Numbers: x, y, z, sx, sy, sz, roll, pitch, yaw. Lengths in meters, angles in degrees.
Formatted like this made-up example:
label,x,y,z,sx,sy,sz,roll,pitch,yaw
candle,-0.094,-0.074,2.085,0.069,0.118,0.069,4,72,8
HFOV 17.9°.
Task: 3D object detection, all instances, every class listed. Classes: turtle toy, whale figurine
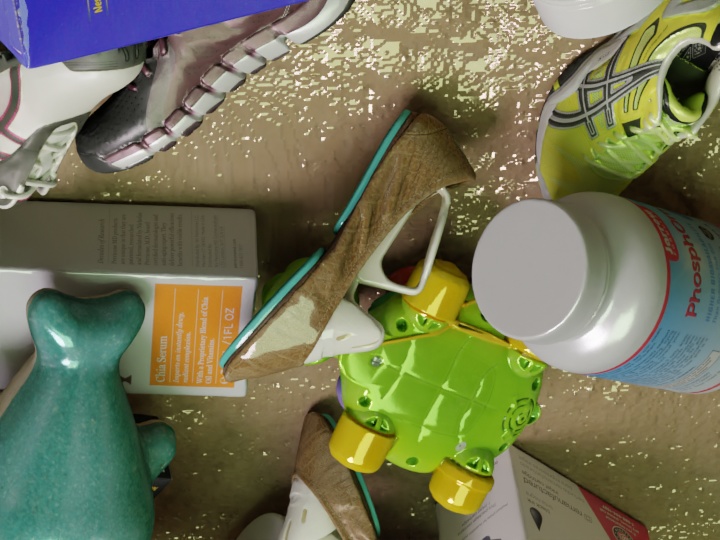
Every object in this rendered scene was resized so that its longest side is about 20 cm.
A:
label,x,y,z,sx,sy,sz,roll,pitch,yaw
turtle toy,0.029,0.055,1.454,0.199,0.101,0.147,24,101,-20
whale figurine,-0.173,0.111,1.370,0.158,0.104,0.202,3,113,-34

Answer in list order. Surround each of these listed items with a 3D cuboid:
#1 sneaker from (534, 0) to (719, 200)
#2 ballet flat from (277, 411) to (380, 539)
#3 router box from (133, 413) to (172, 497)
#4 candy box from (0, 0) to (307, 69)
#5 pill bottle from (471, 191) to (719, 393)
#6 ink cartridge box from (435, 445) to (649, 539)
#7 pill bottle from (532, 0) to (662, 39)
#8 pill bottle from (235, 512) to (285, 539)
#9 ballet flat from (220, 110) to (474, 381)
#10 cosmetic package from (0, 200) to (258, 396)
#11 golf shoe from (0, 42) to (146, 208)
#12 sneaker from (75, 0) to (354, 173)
label,x,y,z,sx,sy,sz,roll,pitch,yaw
sneaker,0.165,-0.099,1.357,0.075,0.077,0.201,15,129,-20
ballet flat,-0.011,0.194,1.517,0.072,0.201,0.068,-24,173,-17
router box,-0.247,0.145,1.487,0.199,0.053,0.157,10,139,-35
candy box,-0.103,-0.213,1.172,0.198,0.077,0.171,-16,116,-22
pill bottle,0.158,0.012,1.381,0.109,0.109,0.199,-42,149,26
ink cartridge box,0.136,0.240,1.553,0.144,0.201,0.084,32,121,-28
pill bottle,0.100,-0.226,1.223,0.110,0.111,0.201,-20,128,12
pill bottle,0.002,0.250,1.605,0.199,0.116,0.116,28,122,-25
ballet flat,0.000,0.000,1.370,0.072,0.068,0.201,37,84,1
cosmetic package,-0.166,0.017,1.425,0.198,0.072,0.102,2,129,-6
golf shoe,-0.182,-0.085,1.288,0.199,0.077,0.089,-15,92,45
sneaker,-0.107,-0.151,1.299,0.199,0.076,0.116,-36,120,10
